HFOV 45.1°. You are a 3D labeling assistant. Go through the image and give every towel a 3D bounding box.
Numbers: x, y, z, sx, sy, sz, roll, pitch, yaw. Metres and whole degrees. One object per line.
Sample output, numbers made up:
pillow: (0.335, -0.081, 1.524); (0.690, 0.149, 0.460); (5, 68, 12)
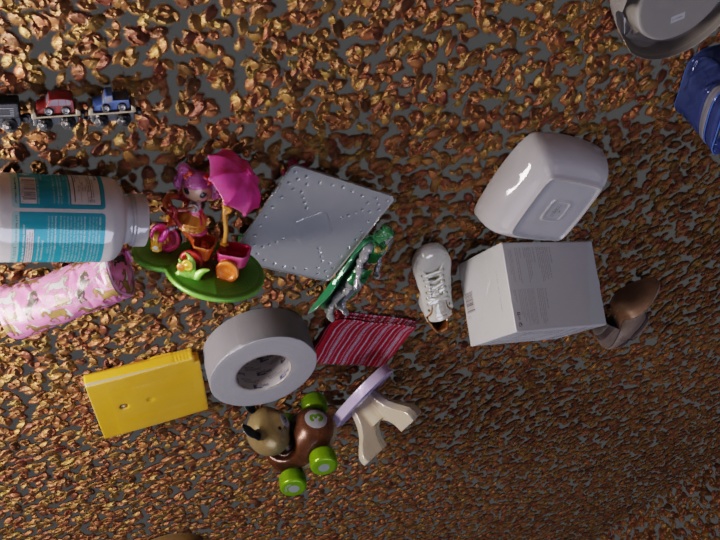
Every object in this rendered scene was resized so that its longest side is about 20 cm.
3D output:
towel: (0.000, 0.135, 1.645); (0.196, 0.023, 0.145); (8, 134, -35)

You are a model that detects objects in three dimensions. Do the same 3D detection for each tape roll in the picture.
tape roll: (-0.178, 0.156, 1.539); (0.196, 0.067, 0.202); (-15, 143, -11)

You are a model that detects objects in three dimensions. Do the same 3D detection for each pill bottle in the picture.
pill bottle: (-0.377, -0.067, 1.124); (0.196, 0.112, 0.112); (0, 138, -27)

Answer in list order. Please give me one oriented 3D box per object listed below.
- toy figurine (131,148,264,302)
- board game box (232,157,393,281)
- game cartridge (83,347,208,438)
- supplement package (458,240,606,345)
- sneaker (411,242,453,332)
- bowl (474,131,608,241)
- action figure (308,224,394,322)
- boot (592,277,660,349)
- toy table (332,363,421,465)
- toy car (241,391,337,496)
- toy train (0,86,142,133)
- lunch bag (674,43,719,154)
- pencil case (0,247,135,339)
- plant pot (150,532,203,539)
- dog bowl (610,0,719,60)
toy figurine: (-0.214, -0.082, 1.207); (0.195, 0.151, 0.187); (16, 120, 0)
board game box: (-0.077, -0.074, 1.346); (0.197, 0.026, 0.201); (13, 131, -37)
game cartridge: (-0.376, 0.217, 1.542); (0.195, 0.033, 0.178); (-15, 142, -15)
supplement package: (0.303, 0.042, 1.542); (0.195, 0.156, 0.150); (-2, 167, -26)
sneaker: (0.139, 0.035, 1.544); (0.071, 0.086, 0.202); (-18, 141, -3)
bowl: (0.313, -0.126, 1.450); (0.196, 0.076, 0.202); (5, 133, -33)
action figure: (0.000, 0.000, 1.439); (0.117, 0.055, 0.202); (-23, 153, -51)
boot: (0.590, 0.096, 1.880); (0.200, 0.071, 0.145); (-43, 145, 26)
toy table: (0.031, 0.287, 1.721); (0.183, 0.117, 0.201); (-37, 169, -30)
toy car: (-0.156, 0.303, 1.667); (0.157, 0.166, 0.199); (-37, 129, 19)
toy train: (-0.363, -0.195, 1.043); (0.195, 0.034, 0.047); (-7, 128, -20)
lunch bag: (0.622, -0.277, 1.379); (0.195, 0.134, 0.137); (-17, 143, -7)
pencil case: (-0.413, 0.029, 1.222); (0.196, 0.089, 0.083); (-19, 164, 11)
plant pot: (-0.432, 0.747, 2.013); (0.182, 0.203, 0.188); (-15, 143, -12)
dog bowl: (0.436, -0.393, 1.201); (0.195, 0.059, 0.202); (-14, 142, -11)
